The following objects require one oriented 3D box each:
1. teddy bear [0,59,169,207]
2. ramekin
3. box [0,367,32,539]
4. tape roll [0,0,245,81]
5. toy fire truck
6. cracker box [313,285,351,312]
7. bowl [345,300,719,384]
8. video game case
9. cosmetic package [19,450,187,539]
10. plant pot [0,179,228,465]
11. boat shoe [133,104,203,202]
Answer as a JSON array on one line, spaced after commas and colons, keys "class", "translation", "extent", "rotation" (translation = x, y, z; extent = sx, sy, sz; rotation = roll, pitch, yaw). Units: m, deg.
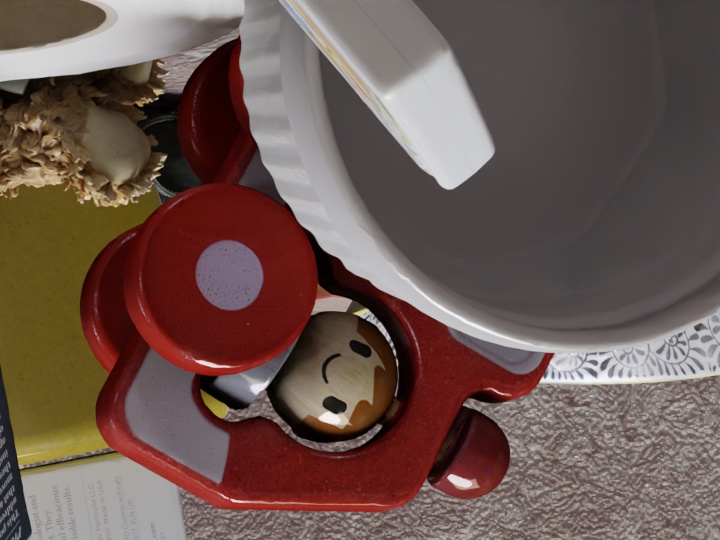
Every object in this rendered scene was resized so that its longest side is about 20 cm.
[{"class": "teddy bear", "translation": [-0.171, -0.070, 1.066], "extent": [0.199, 0.145, 0.067], "rotation": [-8, 152, -17]}, {"class": "ramekin", "translation": [0.054, -0.073, 0.910], "extent": [0.199, 0.201, 0.105], "rotation": [-1, 180, -22]}, {"class": "box", "translation": [-0.219, 0.041, 0.995], "extent": [0.148, 0.201, 0.107], "rotation": [9, -144, 20]}, {"class": "tape roll", "translation": [-0.138, -0.117, 0.940], "extent": [0.202, 0.071, 0.202], "rotation": [-5, 173, -1]}, {"class": "toy fire truck", "translation": [0.000, 0.000, 1.001], "extent": [0.168, 0.200, 0.112], "rotation": [29, 165, -11]}, {"class": "cracker box", "translation": [0.032, -0.047, 1.348], "extent": [0.058, 0.135, 0.200], "rotation": [-10, 170, 43]}, {"class": "bowl", "translation": [0.090, -0.015, 1.188], "extent": [0.200, 0.095, 0.201], "rotation": [1, 166, 0]}, {"class": "video game case", "translation": [-0.035, -0.104, 0.706], "extent": [0.023, 0.182, 0.200], "rotation": [-40, 173, 2]}, {"class": "cosmetic package", "translation": [-0.179, 0.129, 1.214], "extent": [0.199, 0.072, 0.101], "rotation": [-10, 177, -9]}, {"class": "plant pot", "translation": [-0.205, 0.007, 1.193], "extent": [0.176, 0.201, 0.200], "rotation": [-21, -177, -32]}, {"class": "boat shoe", "translation": [-0.090, -0.063, 1.477], "extent": [0.071, 0.072, 0.200], "rotation": [-15, 180, 17]}]
